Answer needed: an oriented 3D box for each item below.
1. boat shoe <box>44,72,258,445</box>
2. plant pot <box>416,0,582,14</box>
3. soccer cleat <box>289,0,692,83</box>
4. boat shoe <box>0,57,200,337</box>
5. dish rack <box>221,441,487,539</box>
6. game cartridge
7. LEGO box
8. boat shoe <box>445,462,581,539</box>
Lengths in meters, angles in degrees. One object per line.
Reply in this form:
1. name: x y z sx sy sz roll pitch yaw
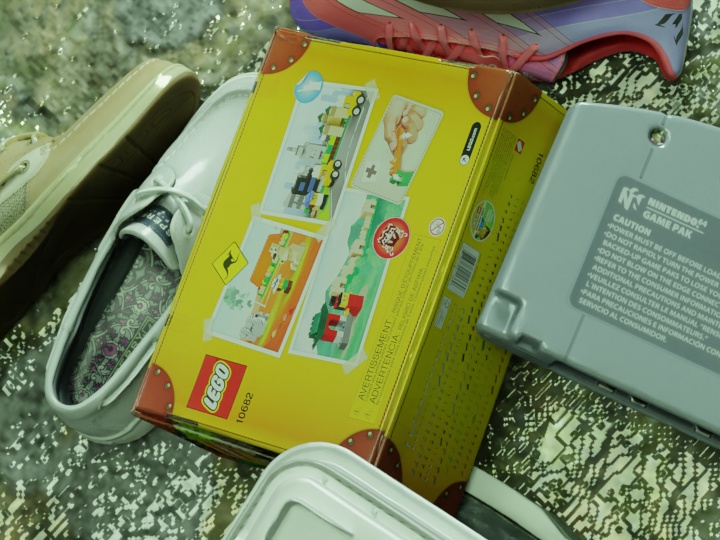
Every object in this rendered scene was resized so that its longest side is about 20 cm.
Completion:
1. boat shoe: -0.095 -0.011 1.298 0.072 0.069 0.201 33 88 20
2. plant pot: 0.069 -0.225 1.250 0.199 0.093 0.202 -5 55 7
3. soccer cleat: 0.062 -0.122 1.284 0.198 0.067 0.077 -5 81 12
4. boat shoe: -0.164 -0.038 1.325 0.200 0.072 0.065 -47 72 8
5. dish rack: 0.003 0.184 1.117 0.199 0.044 0.172 32 92 19
6. game cartridge: 0.166 0.009 1.201 0.199 0.040 0.134 25 81 -3
7. LEGO box: 0.000 0.000 1.240 0.148 0.077 0.201 14 80 38
8. boat shoe: 0.108 0.159 1.206 0.199 0.076 0.061 31 88 32
